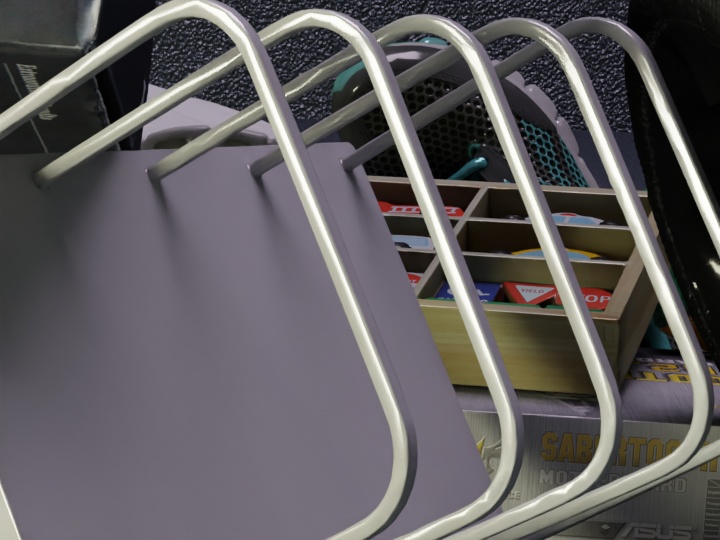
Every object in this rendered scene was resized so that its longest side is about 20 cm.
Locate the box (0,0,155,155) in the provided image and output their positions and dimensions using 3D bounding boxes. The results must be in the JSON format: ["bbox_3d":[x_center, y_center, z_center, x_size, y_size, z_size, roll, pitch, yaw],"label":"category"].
[{"bbox_3d":[-0.155,-0.094,0.696,0.199,0.105,0.148,3,-10,-2],"label":"box"}]

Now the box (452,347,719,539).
[{"bbox_3d":[0.100,0.060,0.891,0.199,0.049,0.158,4,6,1],"label":"box"}]

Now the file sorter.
[{"bbox_3d":[0.002,0.011,0.685,0.124,0.139,0.200,-29,-13,32],"label":"file sorter"}]

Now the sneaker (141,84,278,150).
[{"bbox_3d":[-0.092,-0.033,0.865,0.199,0.075,0.087,19,11,7],"label":"sneaker"}]

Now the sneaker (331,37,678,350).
[{"bbox_3d":[0.068,-0.009,1.040,0.200,0.078,0.091,42,16,-14],"label":"sneaker"}]

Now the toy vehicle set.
[{"bbox_3d":[0.000,0.000,0.908,0.199,0.027,0.124,4,21,13],"label":"toy vehicle set"}]

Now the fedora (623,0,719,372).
[{"bbox_3d":[0.147,-0.020,0.737,0.091,0.201,0.201,-20,10,-7],"label":"fedora"}]

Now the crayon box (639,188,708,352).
[{"bbox_3d":[0.208,0.000,0.994,0.119,0.059,0.200,-26,-31,35],"label":"crayon box"}]
